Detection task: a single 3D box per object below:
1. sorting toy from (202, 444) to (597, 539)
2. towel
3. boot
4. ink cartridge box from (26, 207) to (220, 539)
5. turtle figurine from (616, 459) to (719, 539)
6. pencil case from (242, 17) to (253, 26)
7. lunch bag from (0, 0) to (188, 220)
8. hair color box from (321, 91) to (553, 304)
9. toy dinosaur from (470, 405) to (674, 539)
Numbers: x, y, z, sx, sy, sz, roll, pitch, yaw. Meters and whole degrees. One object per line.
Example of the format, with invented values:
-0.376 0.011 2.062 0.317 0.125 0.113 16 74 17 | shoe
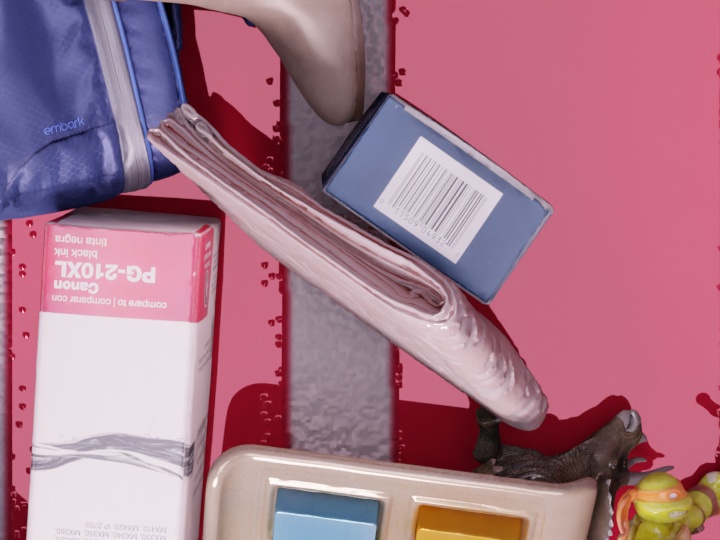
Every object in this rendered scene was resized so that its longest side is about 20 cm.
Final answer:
0.015 0.165 1.488 0.199 0.037 0.186 4 139 -3 | sorting toy
0.000 0.000 1.424 0.191 0.200 0.032 35 86 24 | towel
-0.084 -0.156 1.394 0.146 0.070 0.201 -15 92 -29 | boot
-0.123 0.073 1.481 0.084 0.145 0.201 4 94 1 | ink cartridge box
0.155 0.173 1.494 0.064 0.200 0.162 5 114 20 | turtle figurine
0.012 -0.195 1.492 0.199 0.078 0.087 -21 51 2 | pencil case
-0.159 -0.133 1.467 0.132 0.136 0.201 -15 96 -15 | lunch bag
0.036 -0.041 1.446 0.100 0.200 0.061 35 92 -3 | hair color box
0.062 0.132 1.520 0.199 0.077 0.102 -28 125 14 | toy dinosaur
